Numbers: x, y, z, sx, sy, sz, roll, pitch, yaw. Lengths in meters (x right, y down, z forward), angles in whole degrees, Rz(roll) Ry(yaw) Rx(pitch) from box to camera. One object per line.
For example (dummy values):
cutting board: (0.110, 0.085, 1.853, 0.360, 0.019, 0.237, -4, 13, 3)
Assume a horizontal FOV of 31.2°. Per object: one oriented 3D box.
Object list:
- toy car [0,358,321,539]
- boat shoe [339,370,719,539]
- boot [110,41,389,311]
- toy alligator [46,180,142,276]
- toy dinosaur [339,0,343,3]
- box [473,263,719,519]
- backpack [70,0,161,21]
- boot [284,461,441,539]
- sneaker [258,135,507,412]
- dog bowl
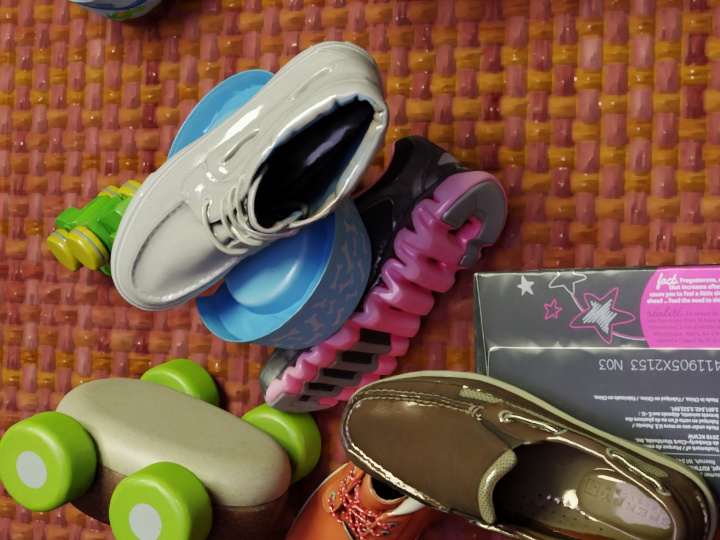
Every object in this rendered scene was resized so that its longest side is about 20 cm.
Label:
toy car: (-0.131, 0.180, 0.809, 0.157, 0.164, 0.201, 19, 108, 22)
boat shoe: (0.073, 0.096, 0.641, 0.201, 0.075, 0.075, 11, 94, 25)
boot: (-0.065, -0.041, 0.700, 0.073, 0.096, 0.200, 40, 103, -19)
toy alligator: (-0.151, -0.021, 0.841, 0.059, 0.200, 0.054, -45, 110, -24)
toy dinosaur: (0.014, -0.216, 0.763, 0.200, 0.060, 0.106, 37, 70, 15)
box: (0.173, 0.063, 0.700, 0.199, 0.115, 0.133, -2, 88, 25)
backpack: (-0.189, -0.262, 0.863, 0.163, 0.154, 0.200, -36, 88, 10)
boot: (0.006, 0.140, 0.773, 0.075, 0.107, 0.200, 47, 106, 16)
sneaker: (0.000, 0.000, 0.806, 0.200, 0.079, 0.095, -49, 57, 10)
dog bowl: (-0.056, -0.035, 0.796, 0.111, 0.050, 0.200, -40, 47, 19)
